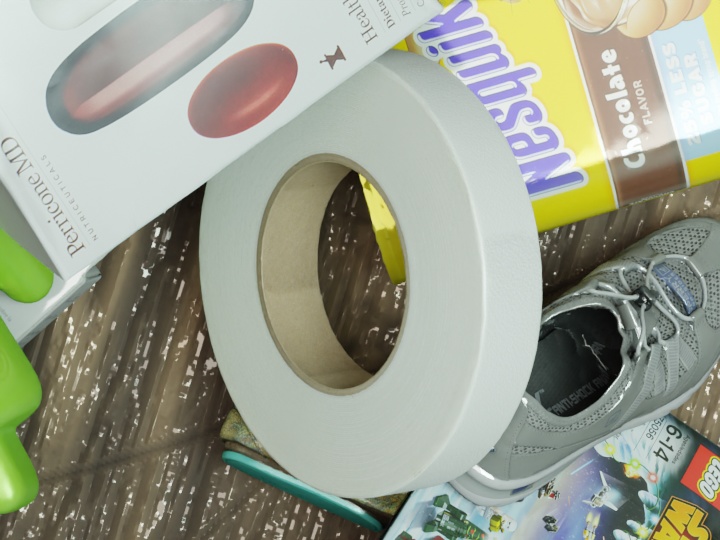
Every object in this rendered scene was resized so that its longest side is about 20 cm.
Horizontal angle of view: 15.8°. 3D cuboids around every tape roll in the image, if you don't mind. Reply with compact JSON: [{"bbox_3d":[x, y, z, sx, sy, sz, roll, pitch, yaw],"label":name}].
[{"bbox_3d":[0.000,0.000,1.163,0.202,0.037,0.204,9,102,49],"label":"tape roll"}]

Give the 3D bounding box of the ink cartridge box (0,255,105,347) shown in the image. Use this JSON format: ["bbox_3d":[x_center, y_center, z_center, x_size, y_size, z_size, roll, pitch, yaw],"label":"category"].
[{"bbox_3d":[-0.197,-0.069,1.276,0.176,0.045,0.200,-41,88,6],"label":"ink cartridge box"}]

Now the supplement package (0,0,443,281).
[{"bbox_3d":[-0.112,-0.140,1.101,0.200,0.147,0.192,-37,114,-10],"label":"supplement package"}]

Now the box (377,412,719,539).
[{"bbox_3d":[0.083,0.133,1.198,0.137,0.040,0.200,34,55,0],"label":"box"}]

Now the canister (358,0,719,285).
[{"bbox_3d":[0.090,-0.092,1.231,0.199,0.087,0.149,-17,88,4],"label":"canister"}]

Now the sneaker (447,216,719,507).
[{"bbox_3d":[0.121,0.034,1.196,0.075,0.082,0.200,45,56,8],"label":"sneaker"}]

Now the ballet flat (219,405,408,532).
[{"bbox_3d":[0.028,0.108,1.253,0.199,0.071,0.071,29,93,4],"label":"ballet flat"}]

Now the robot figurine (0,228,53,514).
[{"bbox_3d":[-0.226,0.035,1.204,0.175,0.116,0.201,-33,88,1],"label":"robot figurine"}]
